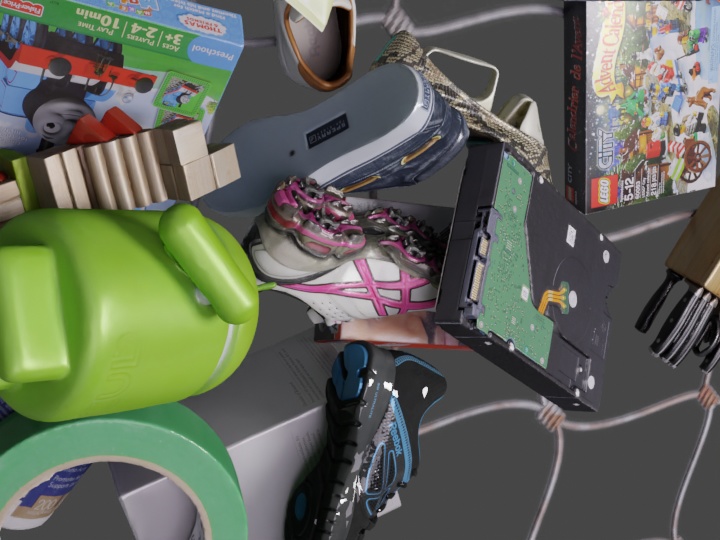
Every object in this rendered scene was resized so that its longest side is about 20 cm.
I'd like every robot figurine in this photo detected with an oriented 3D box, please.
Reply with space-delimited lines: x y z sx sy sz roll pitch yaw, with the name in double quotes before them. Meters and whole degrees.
"robot figurine" -0.141 0.023 0.641 0.199 0.174 0.118 -3 80 -52

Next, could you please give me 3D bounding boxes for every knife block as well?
"knife block" 0.325 -0.013 1.004 0.173 0.064 0.203 -19 115 -16

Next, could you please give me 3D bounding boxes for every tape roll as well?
"tape roll" -0.176 0.178 0.743 0.197 0.048 0.203 -6 114 -13

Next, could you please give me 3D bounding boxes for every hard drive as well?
"hard drive" 0.132 0.011 0.829 0.199 0.037 0.142 33 63 -46

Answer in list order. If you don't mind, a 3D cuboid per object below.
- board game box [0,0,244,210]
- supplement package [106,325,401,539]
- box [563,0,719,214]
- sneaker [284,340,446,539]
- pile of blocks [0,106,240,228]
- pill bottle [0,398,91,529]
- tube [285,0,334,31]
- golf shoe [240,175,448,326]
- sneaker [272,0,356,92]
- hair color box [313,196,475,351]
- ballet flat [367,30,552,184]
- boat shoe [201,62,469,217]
"board game box" -0.181 -0.100 0.726 0.149 0.037 0.201 9 137 -25
"supplement package" -0.089 0.152 0.862 0.198 0.120 0.123 -22 117 -14
"box" 0.240 -0.159 0.929 0.135 0.038 0.203 -13 114 -18
"sneaker" 0.003 0.154 0.792 0.081 0.073 0.203 13 104 -28
"pile of blocks" -0.179 -0.068 0.696 0.197 0.082 0.063 -14 111 -9
"pill bottle" -0.211 0.074 0.778 0.110 0.111 0.201 34 100 -29
"tube" -0.012 -0.261 0.732 0.057 0.052 0.202 21 70 12
"golf shoe" 0.000 0.000 0.794 0.198 0.073 0.092 18 121 -34
"sneaker" -0.036 -0.223 0.765 0.072 0.085 0.203 -20 114 -12
"hair color box" 0.064 0.007 0.885 0.197 0.064 0.113 4 84 -23
"ballet flat" 0.095 -0.124 0.871 0.199 0.068 0.076 31 87 -25
"boat shoe" -0.019 -0.079 0.809 0.198 0.072 0.091 -20 156 27
